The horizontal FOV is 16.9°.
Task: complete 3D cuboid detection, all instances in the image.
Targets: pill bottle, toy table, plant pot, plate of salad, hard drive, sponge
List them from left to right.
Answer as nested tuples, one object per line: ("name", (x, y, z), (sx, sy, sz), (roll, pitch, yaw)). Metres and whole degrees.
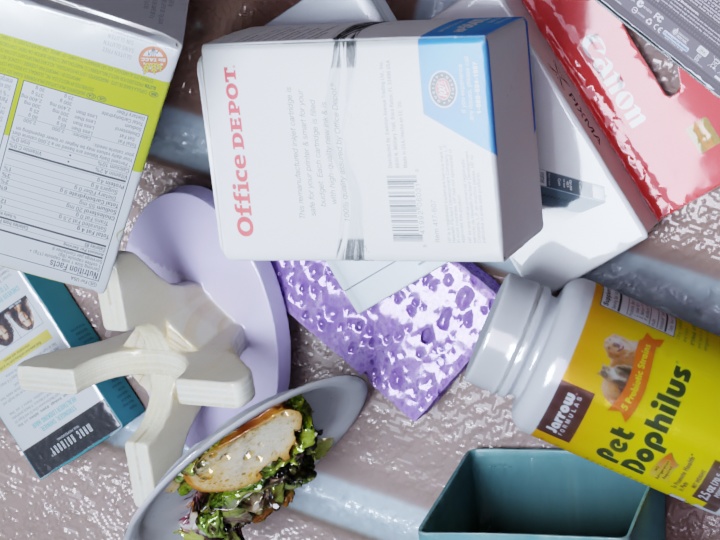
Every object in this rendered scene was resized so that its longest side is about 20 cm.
("toy table", (-0.133, 0.055, 1.682), (0.183, 0.117, 0.201), (-10, 105, 33))
("plate of salad", (-0.072, 0.142, 1.655), (0.200, 0.200, 0.048), (-45, 70, 21))
("hard drive", (0.000, -0.087, 1.634), (0.132, 0.027, 0.200), (-30, 91, 28))
("sponge", (0.000, 0.000, 1.690), (0.200, 0.030, 0.112), (41, 111, 6))
("plant pot", (0.133, 0.240, 1.650), (0.141, 0.141, 0.201), (0, 109, 18))
("pill bottle", (0.174, 0.076, 1.592), (0.199, 0.109, 0.110), (23, 108, 0))

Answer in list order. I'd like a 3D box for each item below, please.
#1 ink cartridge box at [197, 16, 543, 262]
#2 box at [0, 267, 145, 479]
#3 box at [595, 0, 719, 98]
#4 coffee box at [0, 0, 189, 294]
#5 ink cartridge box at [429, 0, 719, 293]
("ink cartridge box", (0.007, -0.085, 1.568), (0.199, 0.084, 0.147), (1, 106, 24))
("box", (-0.247, 0.044, 1.768), (0.082, 0.049, 0.200), (-32, 91, 21))
("box", (0.206, -0.231, 1.550), (0.200, 0.044, 0.160), (38, 100, 6))
("coffee box", (-0.227, -0.137, 1.584), (0.199, 0.200, 0.198), (15, 122, -8))
("ink cartridge box", (0.140, -0.109, 1.613), (0.176, 0.045, 0.200), (-32, 92, 22))
